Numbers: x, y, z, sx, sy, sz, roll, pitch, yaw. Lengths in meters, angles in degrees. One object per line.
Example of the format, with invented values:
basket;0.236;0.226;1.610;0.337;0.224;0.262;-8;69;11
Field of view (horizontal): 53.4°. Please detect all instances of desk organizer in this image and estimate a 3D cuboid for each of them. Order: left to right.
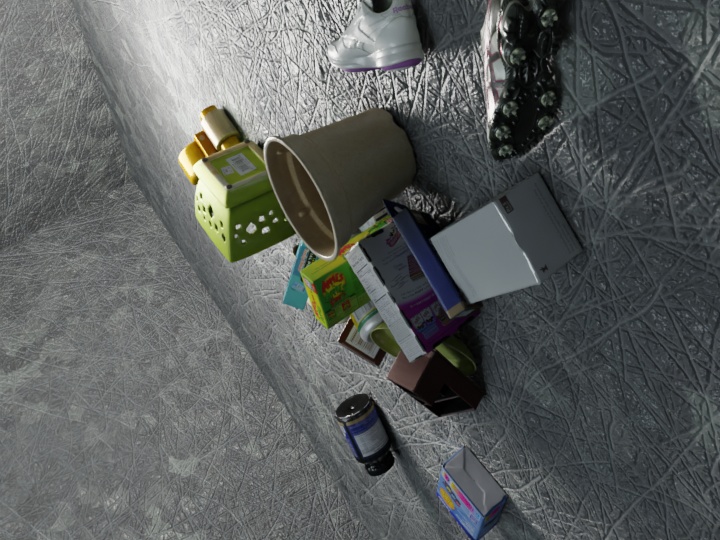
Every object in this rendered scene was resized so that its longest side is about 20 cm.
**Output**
desk organizer;0.132;0.197;1.228;0.071;0.078;0.200;21;165;44

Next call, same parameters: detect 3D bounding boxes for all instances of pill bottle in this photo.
pill bottle;0.009;0.022;1.349;0.203;0.110;0.114;60;162;23
pill bottle;0.017;0.447;1.935;0.111;0.110;0.204;12;129;64

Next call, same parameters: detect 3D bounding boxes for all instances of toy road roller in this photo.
toy road roller;-0.388;-0.304;1.826;0.124;0.144;0.201;53;159;13

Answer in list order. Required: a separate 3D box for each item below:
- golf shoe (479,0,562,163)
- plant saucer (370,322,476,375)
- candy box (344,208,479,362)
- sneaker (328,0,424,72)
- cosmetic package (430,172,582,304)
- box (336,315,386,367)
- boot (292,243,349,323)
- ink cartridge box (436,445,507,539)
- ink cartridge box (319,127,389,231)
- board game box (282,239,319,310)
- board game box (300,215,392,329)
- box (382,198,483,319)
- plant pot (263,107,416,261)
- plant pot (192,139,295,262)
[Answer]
golf shoe;0.163;-0.210;0.755;0.203;0.075;0.089;86;167;-47
plant saucer;0.113;0.132;1.260;0.195;0.032;0.201;18;159;7
candy box;0.082;0.022;1.141;0.203;0.135;0.061;59;146;4
sneaker;0.018;-0.319;0.957;0.198;0.073;0.102;19;123;55
cosmetic package;0.180;-0.034;0.921;0.115;0.080;0.199;60;159;-2
box;0.011;0.143;1.466;0.099;0.076;0.200;30;176;5
boot;-0.091;0.028;1.683;0.199;0.071;0.158;33;144;53
ink cartridge box;0.232;0.485;1.523;0.137;0.075;0.202;48;159;30
ink cartridge box;-0.005;-0.160;1.255;0.099;0.039;0.204;32;147;53
board game box;-0.090;-0.053;1.361;0.152;0.046;0.204;-82;11;-57
board game box;0.000;0.000;1.225;0.047;0.198;0.103;33;148;48
box;0.109;-0.025;1.063;0.203;0.032;0.121;60;-161;12
plant pot;-0.021;-0.149;1.093;0.201;0.181;0.203;48;158;27
plant pot;-0.272;-0.175;1.669;0.200;0.196;0.185;45;149;35
